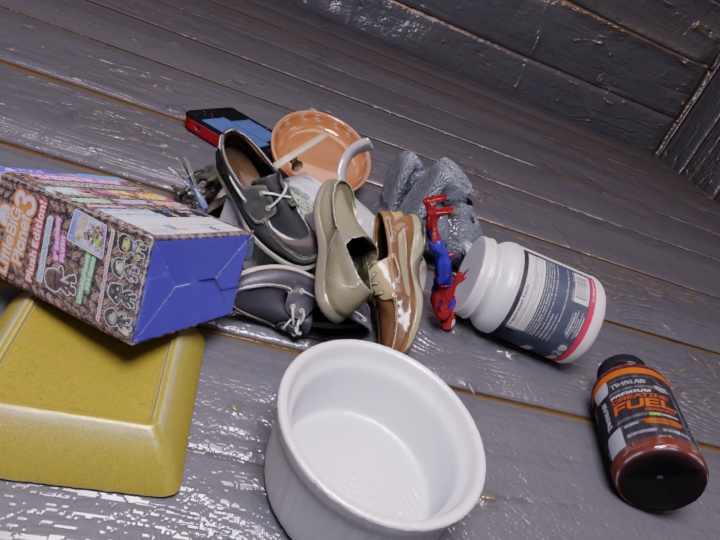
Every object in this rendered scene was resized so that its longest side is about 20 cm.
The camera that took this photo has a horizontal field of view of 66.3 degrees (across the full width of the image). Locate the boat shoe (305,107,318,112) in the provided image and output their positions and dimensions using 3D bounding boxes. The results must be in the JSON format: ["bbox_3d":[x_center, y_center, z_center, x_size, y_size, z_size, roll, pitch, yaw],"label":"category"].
[{"bbox_3d":[-0.081,-0.272,1.146,0.074,0.069,0.201,17,27,-50],"label":"boat shoe"}]

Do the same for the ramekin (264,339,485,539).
[{"bbox_3d":[0.006,0.169,0.509,0.196,0.099,0.202,18,31,-11],"label":"ramekin"}]

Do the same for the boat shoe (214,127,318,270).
[{"bbox_3d":[-0.116,-0.088,0.688,0.071,0.068,0.201,-31,78,-32],"label":"boat shoe"}]

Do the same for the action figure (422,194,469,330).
[{"bbox_3d":[0.117,0.000,0.769,0.050,0.204,0.066,-9,31,-5],"label":"action figure"}]

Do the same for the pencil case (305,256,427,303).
[{"bbox_3d":[0.000,0.000,0.779,0.196,0.077,0.092,6,75,-28],"label":"pencil case"}]

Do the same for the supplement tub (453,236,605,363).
[{"bbox_3d":[0.251,0.043,0.839,0.196,0.142,0.141,22,30,-4],"label":"supplement tub"}]

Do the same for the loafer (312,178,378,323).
[{"bbox_3d":[-0.014,-0.033,0.677,0.076,0.067,0.204,44,36,-50],"label":"loafer"}]

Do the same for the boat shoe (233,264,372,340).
[{"bbox_3d":[-0.069,0.047,0.671,0.197,0.073,0.063,13,31,-30],"label":"boat shoe"}]

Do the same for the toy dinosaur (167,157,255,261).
[{"bbox_3d":[-0.222,-0.030,0.705,0.179,0.203,0.105,11,38,45],"label":"toy dinosaur"}]

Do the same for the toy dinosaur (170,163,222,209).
[{"bbox_3d":[-0.224,-0.126,0.809,0.088,0.048,0.199,-38,26,-13],"label":"toy dinosaur"}]

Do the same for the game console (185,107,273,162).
[{"bbox_3d":[-0.226,-0.267,1.085,0.198,0.031,0.177,32,31,10],"label":"game console"}]

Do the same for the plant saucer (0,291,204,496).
[{"bbox_3d":[-0.245,0.091,0.498,0.196,0.049,0.201,14,31,-17],"label":"plant saucer"}]

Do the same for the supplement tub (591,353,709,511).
[{"bbox_3d":[0.363,0.197,0.718,0.105,0.108,0.201,23,30,-2],"label":"supplement tub"}]

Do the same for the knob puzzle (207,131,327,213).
[{"bbox_3d":[-0.127,-0.153,0.854,0.031,0.217,0.220,58,28,-13],"label":"knob puzzle"}]

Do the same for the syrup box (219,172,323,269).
[{"bbox_3d":[-0.117,-0.076,0.816,0.078,0.082,0.199,35,31,13],"label":"syrup box"}]

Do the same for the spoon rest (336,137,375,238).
[{"bbox_3d":[-0.003,-0.101,0.868,0.059,0.205,0.099,-5,-10,13],"label":"spoon rest"}]

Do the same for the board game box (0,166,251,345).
[{"bbox_3d":[-0.240,-0.023,0.555,0.197,0.099,0.159,22,12,18],"label":"board game box"}]

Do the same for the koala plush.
[{"bbox_3d":[0.132,-0.073,0.942,0.198,0.186,0.177,26,4,-32],"label":"koala plush"}]

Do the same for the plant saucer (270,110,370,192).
[{"bbox_3d":[-0.077,-0.216,1.047,0.196,0.038,0.204,11,56,-17],"label":"plant saucer"}]

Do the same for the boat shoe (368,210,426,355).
[{"bbox_3d":[0.036,0.014,0.713,0.072,0.076,0.204,16,62,-20],"label":"boat shoe"}]
